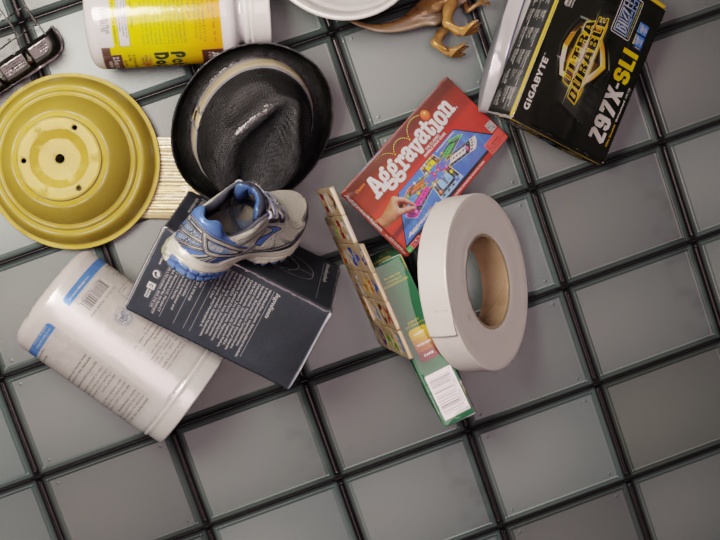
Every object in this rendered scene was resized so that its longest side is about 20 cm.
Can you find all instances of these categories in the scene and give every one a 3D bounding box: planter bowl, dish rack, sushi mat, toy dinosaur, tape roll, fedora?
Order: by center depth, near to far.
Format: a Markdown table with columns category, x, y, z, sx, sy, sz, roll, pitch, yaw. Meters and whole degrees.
| category | x | y | z | sx | sy | sz | roll | pitch | yaw |
| --- | --- | --- | --- | --- | --- | --- | --- | --- | --- |
| dish rack | -0.442 | -0.285 | 1.297 | 0.153 | 0.055 | 0.200 | -33 | 109 | -2 |
| fedora | -0.112 | -0.144 | 1.299 | 0.200 | 0.092 | 0.201 | -8 | 123 | -12 |
| planter bowl | -0.327 | -0.123 | 1.311 | 0.200 | 0.083 | 0.201 | 0 | 93 | -4 |
| tape roll | 0.128 | 0.014 | 1.320 | 0.037 | 0.203 | 0.203 | -7 | 96 | 33 |
| sushi mat | -0.281 | -0.107 | 1.363 | 0.199 | 0.012 | 0.096 | 0 | 94 | -4 |
| toy dinosaur | 0.082 | -0.296 | 1.364 | 0.200 | 0.060 | 0.106 | -32 | 72 | -7 |

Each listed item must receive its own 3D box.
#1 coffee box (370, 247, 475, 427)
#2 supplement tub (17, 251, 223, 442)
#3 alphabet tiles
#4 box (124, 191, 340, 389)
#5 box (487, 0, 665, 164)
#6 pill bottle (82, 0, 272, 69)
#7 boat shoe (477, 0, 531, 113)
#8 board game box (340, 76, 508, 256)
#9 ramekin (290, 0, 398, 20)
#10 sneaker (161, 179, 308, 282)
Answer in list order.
| category | x | y | z | sx | sy | sz | roll | pitch | yaw |
| --- | --- | --- | --- | --- | --- | --- | --- | --- | --- |
| coffee box | 0.066 | 0.073 | 1.349 | 0.044 | 0.123 | 0.200 | -26 | 94 | 0 |
| supplement tub | -0.267 | 0.084 | 1.320 | 0.200 | 0.132 | 0.132 | 38 | 91 | -6 |
| alphabet tiles | 0.000 | 0.000 | 1.315 | 0.008 | 0.167 | 0.200 | -25 | 96 | -8 |
| box | -0.136 | 0.018 | 1.306 | 0.200 | 0.148 | 0.107 | 27 | 108 | -6 |
| box | 0.247 | -0.240 | 1.341 | 0.159 | 0.049 | 0.200 | 20 | 93 | -37 |
| pill bottle | -0.200 | -0.283 | 1.308 | 0.199 | 0.109 | 0.110 | -4 | 95 | -4 |
| boat shoe | 0.189 | -0.272 | 1.357 | 0.065 | 0.074 | 0.201 | 18 | 94 | -1 |
| board game box | 0.075 | -0.121 | 1.347 | 0.103 | 0.019 | 0.200 | 43 | 66 | -6 |
| ramekin | -0.010 | -0.383 | 1.283 | 0.200 | 0.105 | 0.201 | 9 | 120 | 16 |
| sneaker | -0.110 | -0.052 | 1.213 | 0.077 | 0.200 | 0.085 | 42 | 126 | 14 |
